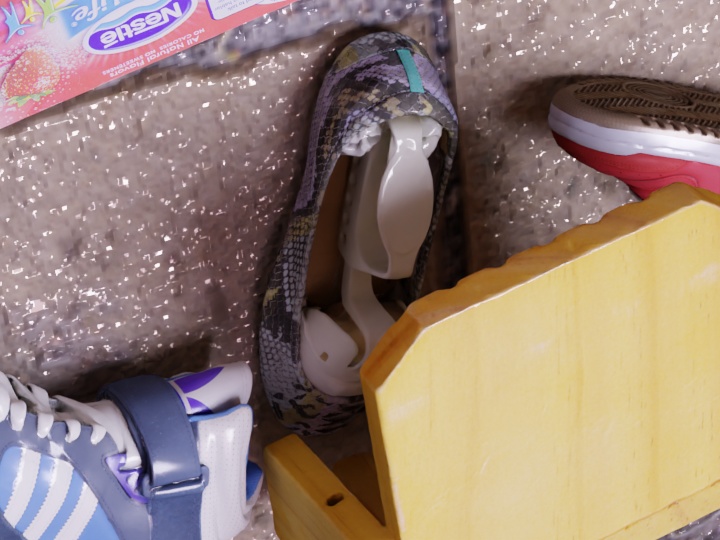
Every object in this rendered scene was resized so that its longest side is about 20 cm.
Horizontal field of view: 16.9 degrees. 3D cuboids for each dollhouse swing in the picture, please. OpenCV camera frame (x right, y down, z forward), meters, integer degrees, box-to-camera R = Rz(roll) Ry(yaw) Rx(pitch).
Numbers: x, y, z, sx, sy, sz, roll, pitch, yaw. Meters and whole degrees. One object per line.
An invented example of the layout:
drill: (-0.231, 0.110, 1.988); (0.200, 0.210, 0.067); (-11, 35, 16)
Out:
dollhouse swing: (0.059, 0.037, 1.024); (0.199, 0.182, 0.176); (-24, 119, -15)

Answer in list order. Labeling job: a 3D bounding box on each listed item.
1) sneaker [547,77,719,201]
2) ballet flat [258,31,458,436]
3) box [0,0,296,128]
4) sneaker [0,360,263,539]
sneaker: (0.157, -0.020, 1.096); (0.199, 0.071, 0.113); (7, 114, -32)
ballet flat: (0.000, 0.000, 1.035); (0.072, 0.072, 0.201); (-3, 122, -24)
box: (-0.084, -0.140, 0.861); (0.199, 0.095, 0.103); (-24, 149, -3)
sneaker: (-0.120, 0.063, 1.018); (0.146, 0.081, 0.200); (-38, 126, -10)
